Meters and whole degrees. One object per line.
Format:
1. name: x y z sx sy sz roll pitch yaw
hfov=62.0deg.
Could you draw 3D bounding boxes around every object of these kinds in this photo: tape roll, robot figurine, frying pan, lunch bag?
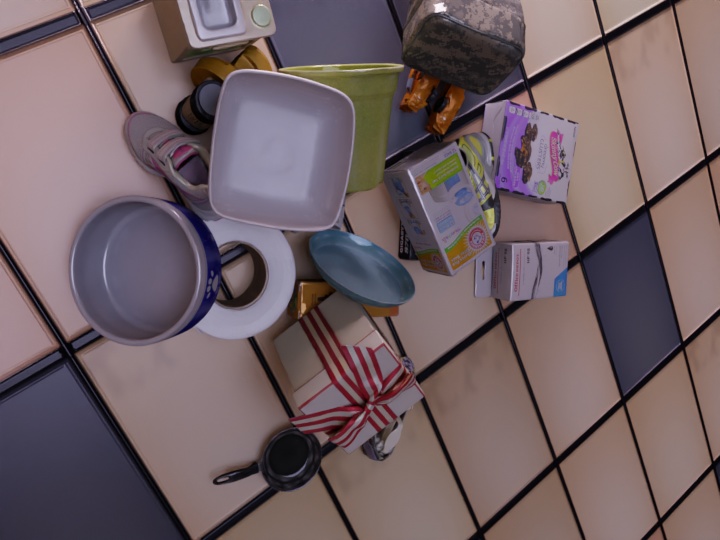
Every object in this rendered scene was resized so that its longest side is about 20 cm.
1. tape roll: -0.206 0.005 0.955 0.199 0.070 0.207 -4 98 -28
2. robot figurine: 0.155 -0.364 1.106 0.144 0.058 0.203 31 82 -27
3. frying pan: -0.153 0.350 1.048 0.188 0.031 0.117 -31 109 -18
4. lunch bag: 0.174 -0.417 1.005 0.196 0.139 0.171 13 68 -18

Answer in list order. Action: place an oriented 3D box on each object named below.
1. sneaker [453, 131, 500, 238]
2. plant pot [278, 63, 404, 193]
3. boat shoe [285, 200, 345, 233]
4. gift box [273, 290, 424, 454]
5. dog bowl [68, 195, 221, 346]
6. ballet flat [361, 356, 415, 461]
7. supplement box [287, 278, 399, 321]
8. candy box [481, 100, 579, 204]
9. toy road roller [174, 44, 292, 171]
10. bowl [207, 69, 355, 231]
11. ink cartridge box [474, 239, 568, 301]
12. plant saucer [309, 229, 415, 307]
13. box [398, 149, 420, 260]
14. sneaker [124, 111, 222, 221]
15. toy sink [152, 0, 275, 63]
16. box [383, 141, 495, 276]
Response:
1. sneaker: 0.206 -0.150 1.107 0.075 0.075 0.205 -9 89 -20
2. plant pot: -0.027 -0.230 0.967 0.197 0.200 0.188 -12 113 -26
3. boat shoe: -0.114 -0.098 0.991 0.197 0.070 0.071 4 85 -34
4. gift box: -0.029 0.162 0.960 0.184 0.187 0.200 -41 132 4
5. dog bowl: -0.300 -0.001 0.844 0.196 0.079 0.205 1 93 10
6. ballet flat: 0.067 0.266 1.133 0.071 0.072 0.204 25 84 -27
7. supplement box: -0.029 0.048 1.057 0.196 0.068 0.068 0 96 -29
8. candy box: 0.336 -0.232 1.210 0.196 0.071 0.172 7 93 -28
9. toy road roller: -0.171 -0.242 0.915 0.199 0.122 0.148 39 72 -25
10. bowl: -0.113 -0.164 0.835 0.196 0.074 0.204 6 100 -24
11. ink cartridge box: 0.335 -0.001 1.241 0.196 0.066 0.119 -4 99 -27
12. plant saucer: 0.000 0.000 1.009 0.197 0.201 0.028 12 121 -28
13. box: 0.153 -0.121 1.142 0.156 0.046 0.205 -1 97 -27
14. sneaker: -0.262 -0.166 0.868 0.199 0.088 0.082 40 69 3
15. toy sink: -0.202 -0.368 0.838 0.128 0.199 0.114 -21 105 -24
16. box: 0.137 -0.107 1.052 0.111 0.101 0.203 -32 109 -19
